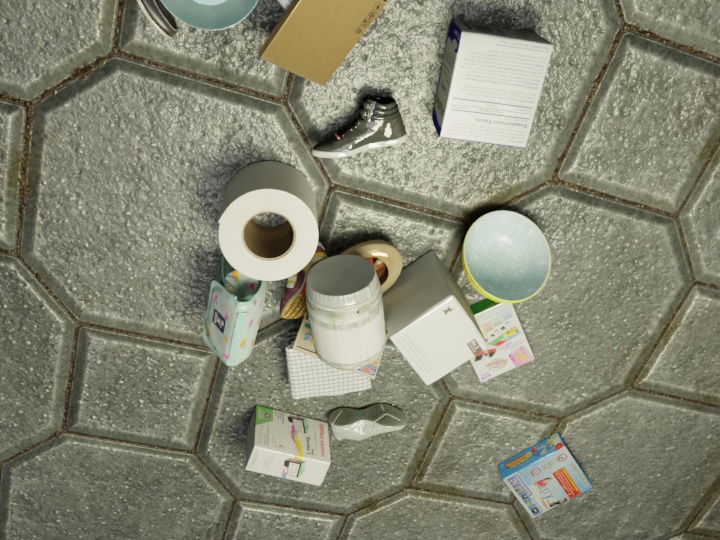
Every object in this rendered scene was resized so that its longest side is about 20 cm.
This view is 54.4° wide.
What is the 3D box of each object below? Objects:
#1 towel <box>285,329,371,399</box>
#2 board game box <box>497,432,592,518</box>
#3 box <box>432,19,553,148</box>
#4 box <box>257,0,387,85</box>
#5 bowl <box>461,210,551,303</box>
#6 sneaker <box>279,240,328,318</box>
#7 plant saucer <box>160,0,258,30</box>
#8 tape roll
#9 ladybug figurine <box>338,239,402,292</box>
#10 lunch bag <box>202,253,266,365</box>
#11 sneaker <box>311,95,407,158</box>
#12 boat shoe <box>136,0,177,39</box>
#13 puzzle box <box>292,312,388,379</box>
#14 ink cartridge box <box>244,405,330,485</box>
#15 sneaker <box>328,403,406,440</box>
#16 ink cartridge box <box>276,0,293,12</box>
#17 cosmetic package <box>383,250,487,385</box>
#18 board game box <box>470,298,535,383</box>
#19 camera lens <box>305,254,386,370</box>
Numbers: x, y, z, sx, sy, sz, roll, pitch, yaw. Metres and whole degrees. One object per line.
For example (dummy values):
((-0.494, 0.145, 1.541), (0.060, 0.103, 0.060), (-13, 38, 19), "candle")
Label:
((-0.078, 0.213, 1.657), (0.195, 0.086, 0.168), (-8, 123, -4), "towel")
((0.513, 0.572, 1.949), (0.194, 0.056, 0.201), (-31, 119, 11), "board game box")
((0.246, -0.356, 1.346), (0.180, 0.106, 0.203), (5, 119, -10), "box")
((-0.067, -0.435, 1.252), (0.162, 0.022, 0.200), (10, 134, -46), "box")
((0.305, -0.017, 1.536), (0.195, 0.205, 0.108), (2, 163, -8), "bowl")
((-0.128, 0.018, 1.539), (0.074, 0.091, 0.201), (8, 130, -36), "sneaker")
((-0.265, -0.526, 1.215), (0.197, 0.039, 0.205), (-8, 118, -15), "plant saucer")
((-0.185, -0.102, 1.425), (0.198, 0.140, 0.206), (-2, 121, -4), "tape roll")
((0.000, 0.000, 1.544), (0.198, 0.072, 0.137), (-29, 121, 12), "ladybug figurine")
((-0.265, 0.079, 1.486), (0.119, 0.201, 0.173), (10, 120, -13), "lunch bag")
((-0.008, -0.287, 1.381), (0.196, 0.071, 0.101), (-14, 120, -5), "sneaker")
((-0.363, -0.504, 1.209), (0.062, 0.073, 0.202), (-21, 116, 10), "boat shoe")
((-0.040, 0.147, 1.572), (0.196, 0.135, 0.025), (19, 162, 2), "puzzle box")
((-0.179, 0.433, 1.734), (0.196, 0.146, 0.085), (17, 118, -16), "ink cartridge box")
((0.019, 0.391, 1.786), (0.196, 0.071, 0.081), (-2, 130, 2), "sneaker")
((-0.062, -0.529, 1.235), (0.198, 0.060, 0.104), (-35, 118, 14), "ink cartridge box")
((0.154, 0.101, 1.546), (0.164, 0.201, 0.166), (-33, 118, 11), "cosmetic package")
((0.320, 0.163, 1.696), (0.151, 0.041, 0.202), (-24, 120, 8), "board game box")
((-0.029, 0.091, 1.458), (0.156, 0.161, 0.203), (-8, 125, -1), "camera lens")
